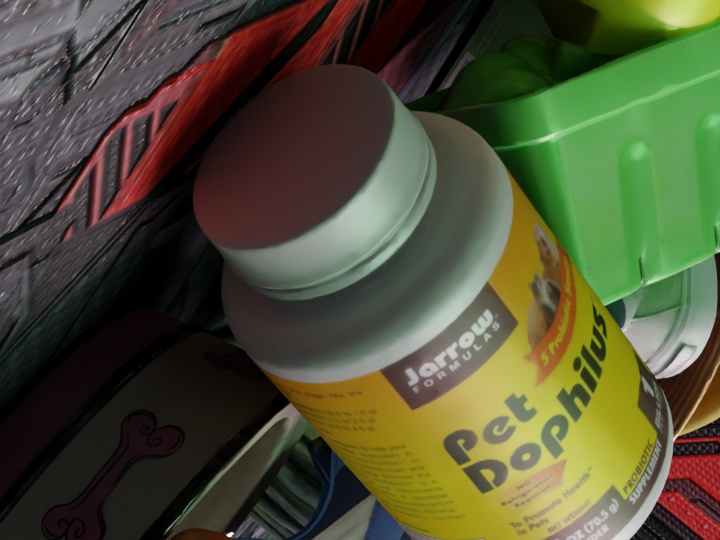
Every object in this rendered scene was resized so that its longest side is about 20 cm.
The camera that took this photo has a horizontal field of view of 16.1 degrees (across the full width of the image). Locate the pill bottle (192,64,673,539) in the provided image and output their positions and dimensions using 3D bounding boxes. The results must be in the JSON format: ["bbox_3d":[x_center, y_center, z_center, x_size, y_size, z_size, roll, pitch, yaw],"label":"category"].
[{"bbox_3d":[0.025,0.020,0.894,0.109,0.109,0.200,-50,132,-12],"label":"pill bottle"}]

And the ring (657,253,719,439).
[{"bbox_3d":[0.112,0.022,1.211,0.200,0.019,0.201,-45,-148,38],"label":"ring"}]

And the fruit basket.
[{"bbox_3d":[0.094,-0.098,1.016,0.155,0.216,0.216,-6,-146,52],"label":"fruit basket"}]

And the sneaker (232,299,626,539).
[{"bbox_3d":[0.029,0.073,1.027,0.200,0.082,0.074,-49,174,-10],"label":"sneaker"}]

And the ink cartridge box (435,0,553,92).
[{"bbox_3d":[0.118,-0.145,1.220,0.200,0.048,0.146,-46,172,-46],"label":"ink cartridge box"}]

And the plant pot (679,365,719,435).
[{"bbox_3d":[0.142,-0.038,1.403,0.201,0.201,0.189,-56,-173,38],"label":"plant pot"}]

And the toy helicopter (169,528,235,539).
[{"bbox_3d":[0.002,0.172,0.879,0.132,0.200,0.079,-4,135,-57],"label":"toy helicopter"}]

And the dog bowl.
[{"bbox_3d":[-0.104,0.098,0.949,0.200,0.074,0.200,-51,173,-9],"label":"dog bowl"}]

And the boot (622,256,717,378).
[{"bbox_3d":[0.105,-0.048,1.154,0.074,0.096,0.200,-45,-148,36],"label":"boot"}]

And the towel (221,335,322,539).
[{"bbox_3d":[-0.004,0.096,1.167,0.048,0.171,0.200,-50,174,10],"label":"towel"}]
